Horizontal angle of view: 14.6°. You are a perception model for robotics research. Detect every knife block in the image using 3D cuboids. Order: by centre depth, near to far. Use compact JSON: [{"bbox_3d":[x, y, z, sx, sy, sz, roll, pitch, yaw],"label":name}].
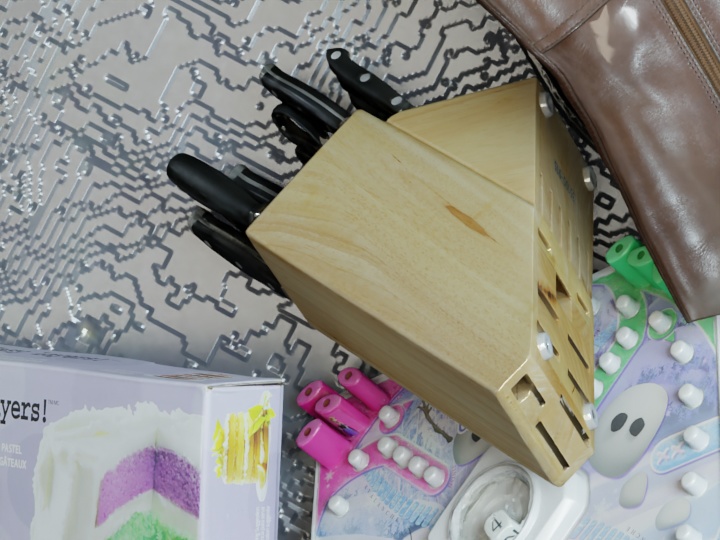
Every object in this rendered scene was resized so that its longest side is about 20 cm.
[{"bbox_3d":[0.000,0.000,1.076,0.175,0.064,0.201,-15,47,21],"label":"knife block"}]

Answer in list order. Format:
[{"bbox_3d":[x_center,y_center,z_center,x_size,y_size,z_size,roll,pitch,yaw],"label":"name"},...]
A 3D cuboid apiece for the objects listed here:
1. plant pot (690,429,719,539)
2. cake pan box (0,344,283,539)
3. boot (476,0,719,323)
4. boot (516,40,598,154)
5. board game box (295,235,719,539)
[{"bbox_3d":[0.219,0.053,1.034,0.200,0.186,0.186,-41,88,-2],"label":"plant pot"},{"bbox_3d":[-0.119,0.125,1.115,0.200,0.052,0.185,6,92,40],"label":"cake pan box"},{"bbox_3d":[0.142,-0.102,0.995,0.186,0.064,0.200,-38,103,-3],"label":"boot"},{"bbox_3d":[0.082,-0.116,1.078,0.079,0.158,0.211,-40,88,5],"label":"boot"},{"bbox_3d":[0.050,0.091,1.053,0.200,0.201,0.026,-27,132,32],"label":"board game box"}]
